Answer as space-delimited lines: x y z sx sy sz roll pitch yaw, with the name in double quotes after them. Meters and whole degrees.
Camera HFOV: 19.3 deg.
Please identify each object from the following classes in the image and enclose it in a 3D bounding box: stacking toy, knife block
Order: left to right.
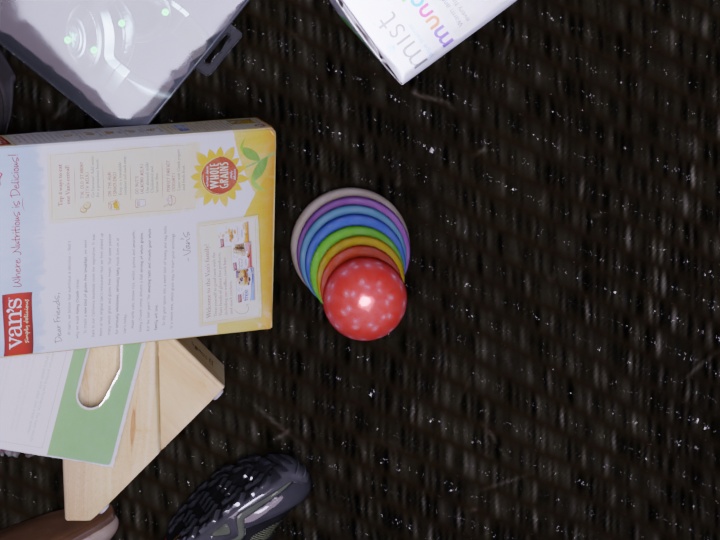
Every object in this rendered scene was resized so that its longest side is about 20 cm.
-0.188 0.050 1.485 0.176 0.064 0.200 44 96 -10 "knife block"
0.000 0.000 1.419 0.085 0.200 0.086 -1 101 -5 "stacking toy"

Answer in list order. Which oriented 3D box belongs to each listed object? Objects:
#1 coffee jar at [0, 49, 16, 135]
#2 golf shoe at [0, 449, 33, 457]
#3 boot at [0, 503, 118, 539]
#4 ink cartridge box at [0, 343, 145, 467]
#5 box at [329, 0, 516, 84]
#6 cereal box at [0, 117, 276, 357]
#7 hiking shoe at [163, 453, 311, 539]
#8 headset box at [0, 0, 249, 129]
-0.327 -0.094 1.388 0.200 0.104 0.085 -19 64 -32 "coffee jar"
-0.308 0.062 1.475 0.200 0.073 0.092 16 97 -12 "golf shoe"
-0.246 0.266 1.527 0.200 0.070 0.146 -20 106 3 "boot"
-0.248 0.046 1.424 0.200 0.048 0.146 12 97 -27 "ink cartridge box"
0.058 -0.219 1.380 0.176 0.200 0.097 -37 102 3 "box"
-0.155 -0.023 1.398 0.200 0.040 0.144 -5 109 -22 "cereal box"
-0.097 0.216 1.529 0.200 0.076 0.101 -42 110 14 "hiking shoe"
-0.167 -0.207 1.419 0.200 0.093 0.174 38 96 -11 "headset box"
